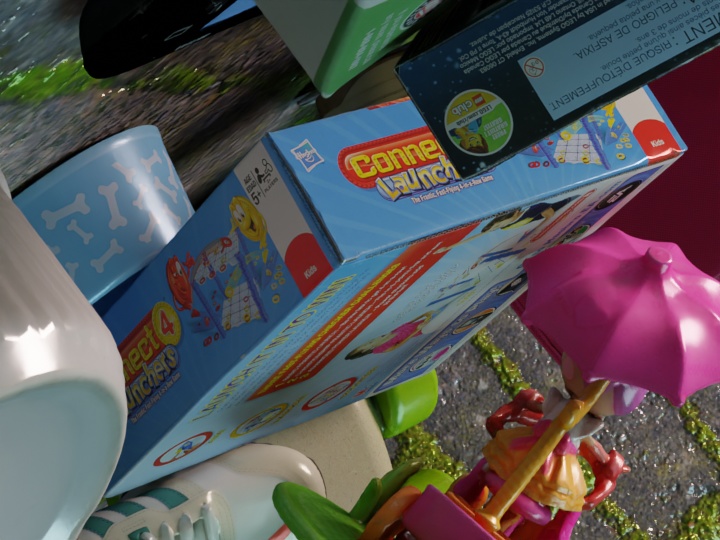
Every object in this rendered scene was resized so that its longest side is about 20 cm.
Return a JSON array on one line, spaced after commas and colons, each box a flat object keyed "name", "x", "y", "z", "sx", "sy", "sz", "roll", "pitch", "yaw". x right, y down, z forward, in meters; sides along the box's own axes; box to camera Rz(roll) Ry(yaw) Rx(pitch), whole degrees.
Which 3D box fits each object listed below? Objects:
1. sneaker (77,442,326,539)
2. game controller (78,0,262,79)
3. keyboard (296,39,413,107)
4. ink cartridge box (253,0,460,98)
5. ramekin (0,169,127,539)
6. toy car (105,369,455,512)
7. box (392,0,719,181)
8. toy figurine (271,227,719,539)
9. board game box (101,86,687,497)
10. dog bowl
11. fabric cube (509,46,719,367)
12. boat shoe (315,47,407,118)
[{"name": "sneaker", "x": -0.097, "y": 0.131, "z": 0.857, "sx": 0.199, "sy": 0.071, "sz": 0.093, "roll": -17, "pitch": -167, "yaw": -17}, {"name": "game controller", "x": -0.005, "y": -0.112, "z": 0.668, "sx": 0.200, "sy": 0.042, "sz": 0.104, "roll": -31, "pitch": 171, "yaw": -47}, {"name": "keyboard", "x": 0.057, "y": -0.116, "z": 0.936, "sx": 0.199, "sy": 0.011, "sz": 0.056, "roll": -23, "pitch": 177, "yaw": 37}, {"name": "ink cartridge box", "x": 0.054, "y": -0.149, "z": 0.517, "sx": 0.200, "sy": 0.088, "sz": 0.145, "roll": -35, "pitch": 175, "yaw": -14}, {"name": "ramekin", "x": -0.153, "y": 0.058, "z": 0.586, "sx": 0.202, "sy": 0.094, "sz": 0.203, "roll": -42, "pitch": 161, "yaw": -18}, {"name": "toy car", "x": -0.070, "y": 0.113, "z": 1.040, "sx": 0.164, "sy": 0.159, "sz": 0.200, "roll": -25, "pitch": -165, "yaw": -32}, {"name": "box", "x": 0.095, "y": -0.105, "z": 0.610, "sx": 0.136, "sy": 0.038, "sz": 0.200, "roll": -28, "pitch": -166, "yaw": 24}, {"name": "toy figurine", "x": 0.083, "y": 0.071, "z": 0.863, "sx": 0.184, "sy": 0.150, "sz": 0.200, "roll": -51, "pitch": 165, "yaw": 1}, {"name": "board game box", "x": 0.000, "y": 0.000, "z": 0.842, "sx": 0.195, "sy": 0.056, "sz": 0.200, "roll": -18, "pitch": 162, "yaw": -42}, {"name": "dog bowl", "x": -0.126, "y": 0.013, "z": 0.864, "sx": 0.111, "sy": 0.050, "sz": 0.200, "roll": -35, "pitch": 174, "yaw": -30}, {"name": "fabric cube", "x": 0.168, "y": -0.086, "z": 1.158, "sx": 0.199, "sy": 0.197, "sz": 0.200, "roll": -41, "pitch": 173, "yaw": 29}, {"name": "boat shoe", "x": 0.082, "y": -0.086, "z": 0.923, "sx": 0.200, "sy": 0.063, "sz": 0.073, "roll": -21, "pitch": 178, "yaw": -7}]
